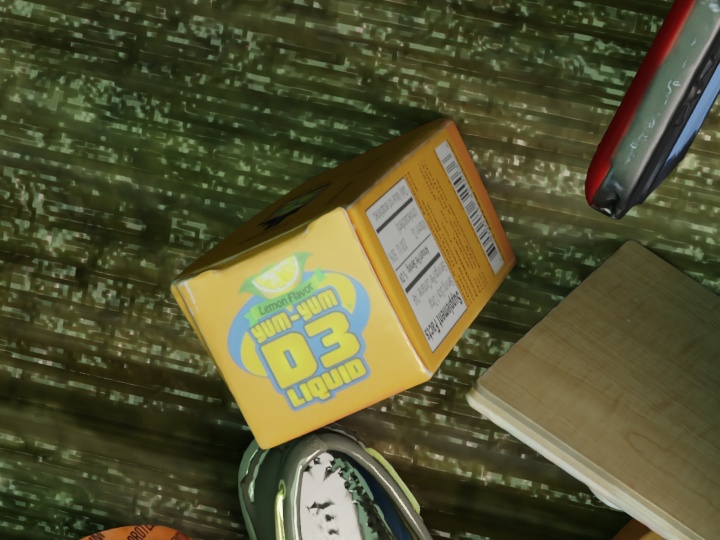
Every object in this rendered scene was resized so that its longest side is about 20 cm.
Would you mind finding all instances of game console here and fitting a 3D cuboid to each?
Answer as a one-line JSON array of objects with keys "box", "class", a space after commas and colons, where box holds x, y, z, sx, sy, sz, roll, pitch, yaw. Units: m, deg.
[{"box": [0.171, -0.081, 0.900, 0.118, 0.200, 0.173, 29, 104, 7], "class": "game console"}]

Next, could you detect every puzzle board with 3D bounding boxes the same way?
[{"box": [0.146, 0.073, 0.950, 0.200, 0.151, 0.017, 35, 120, 11], "class": "puzzle board"}]

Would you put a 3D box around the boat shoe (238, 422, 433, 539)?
[{"box": [0.012, 0.151, 1.039, 0.072, 0.060, 0.202, -24, 94, -12], "class": "boat shoe"}]

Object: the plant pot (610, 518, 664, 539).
[{"box": [0.156, 0.178, 0.980, 0.199, 0.140, 0.201, 2, 99, 11], "class": "plant pot"}]

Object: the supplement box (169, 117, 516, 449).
[{"box": [0.000, 0.000, 0.952, 0.066, 0.200, 0.069, -24, 93, 16], "class": "supplement box"}]

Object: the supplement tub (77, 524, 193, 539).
[{"box": [-0.056, 0.193, 0.976, 0.123, 0.122, 0.200, -45, 52, 16], "class": "supplement tub"}]
